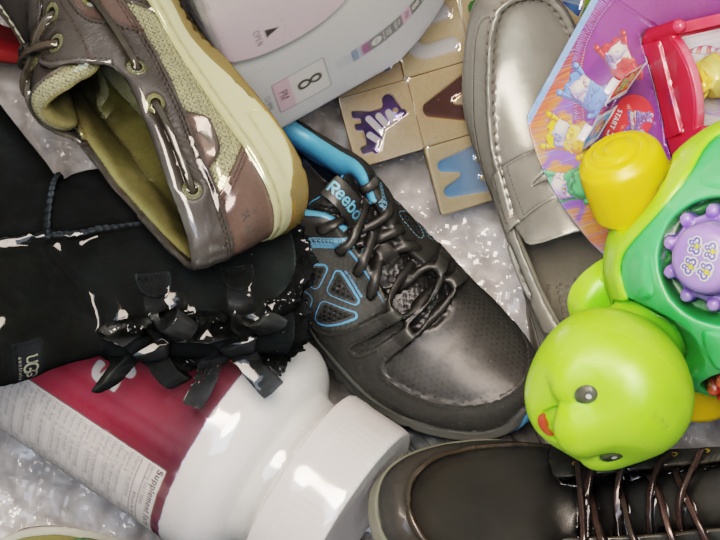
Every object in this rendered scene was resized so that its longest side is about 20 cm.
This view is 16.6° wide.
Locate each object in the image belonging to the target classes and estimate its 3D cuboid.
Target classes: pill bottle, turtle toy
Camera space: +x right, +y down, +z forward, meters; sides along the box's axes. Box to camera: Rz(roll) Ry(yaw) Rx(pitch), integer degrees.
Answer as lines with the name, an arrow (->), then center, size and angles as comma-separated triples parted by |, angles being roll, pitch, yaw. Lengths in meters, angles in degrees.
pill bottle -> -0.084, 0.057, 1.102 | 0.200, 0.110, 0.110 | 32, 90, 12
turtle toy -> 0.153, 0.010, 1.022 | 0.200, 0.101, 0.146 | -30, 122, -7

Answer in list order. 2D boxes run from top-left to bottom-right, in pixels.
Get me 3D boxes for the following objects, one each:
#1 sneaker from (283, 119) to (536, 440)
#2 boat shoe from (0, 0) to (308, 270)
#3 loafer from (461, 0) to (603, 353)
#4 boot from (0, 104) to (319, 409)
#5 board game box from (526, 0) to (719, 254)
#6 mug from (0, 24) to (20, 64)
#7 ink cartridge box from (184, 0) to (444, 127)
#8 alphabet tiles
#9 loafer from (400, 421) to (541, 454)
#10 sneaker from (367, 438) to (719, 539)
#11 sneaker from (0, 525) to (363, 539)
sneaker -> 0.000, 0.000, 1.109 | 0.200, 0.082, 0.073 | 38, 68, 11
boat shoe -> -0.105, -0.083, 1.002 | 0.066, 0.072, 0.201 | -33, 75, -36
loafer -> 0.094, -0.032, 1.114 | 0.070, 0.070, 0.200 | -19, 103, -10
boot -> -0.113, -0.032, 1.048 | 0.162, 0.073, 0.199 | -8, 58, -17
board game box -> 0.174, -0.083, 1.084 | 0.158, 0.039, 0.200 | 32, 79, -11
mug -> -0.124, -0.187, 1.103 | 0.200, 0.178, 0.134 | 9, 60, 17
ink cartridge box -> 0.018, -0.153, 1.028 | 0.200, 0.163, 0.057 | -27, 64, -3
alphabet tiles -> 0.079, -0.122, 1.137 | 0.200, 0.006, 0.167 | -17, 101, -10
loafer -> 0.101, 0.131, 1.133 | 0.072, 0.073, 0.200 | -42, 90, -4
sneaker -> 0.110, 0.098, 1.057 | 0.200, 0.106, 0.075 | 7, 68, -21
sneaker -> -0.085, 0.155, 1.127 | 0.199, 0.089, 0.077 | -3, 89, 1
